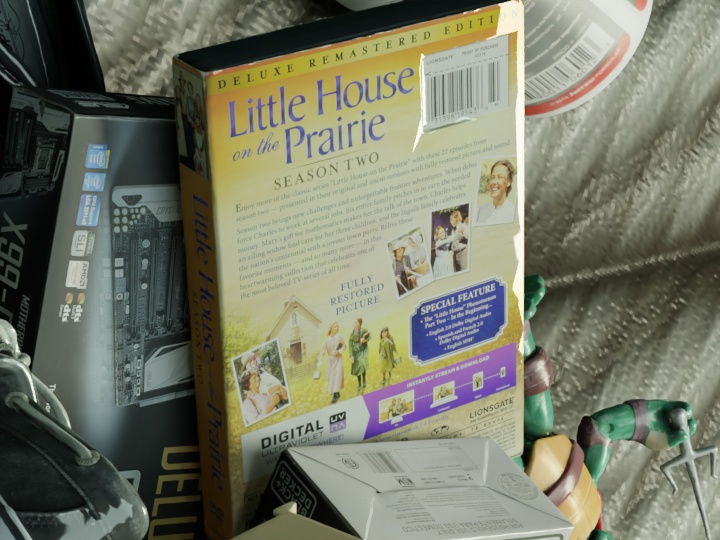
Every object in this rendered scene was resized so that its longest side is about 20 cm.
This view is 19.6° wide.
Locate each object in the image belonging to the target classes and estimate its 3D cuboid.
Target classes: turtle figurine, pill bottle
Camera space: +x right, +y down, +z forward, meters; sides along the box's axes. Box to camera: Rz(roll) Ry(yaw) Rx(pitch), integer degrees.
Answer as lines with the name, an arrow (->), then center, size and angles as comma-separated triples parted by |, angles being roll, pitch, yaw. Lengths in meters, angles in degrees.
turtle figurine -> 0.102, 0.108, 1.058 | 0.200, 0.100, 0.150 | 54, 40, -27
pill bottle -> 0.042, -0.155, 0.943 | 0.200, 0.115, 0.117 | 29, 71, -51

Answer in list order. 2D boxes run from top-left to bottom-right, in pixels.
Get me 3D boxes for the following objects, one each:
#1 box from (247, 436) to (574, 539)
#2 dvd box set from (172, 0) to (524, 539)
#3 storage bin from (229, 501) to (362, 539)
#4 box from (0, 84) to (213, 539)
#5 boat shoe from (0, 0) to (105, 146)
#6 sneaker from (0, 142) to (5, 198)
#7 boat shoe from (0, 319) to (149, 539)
box -> -0.009, 0.166, 0.835 | 0.116, 0.060, 0.201 | 2, 122, -42
dvd box set -> 0.000, 0.000, 0.810 | 0.145, 0.029, 0.202 | -18, 118, -30
storage bin -> -0.056, 0.205, 0.675 | 0.199, 0.093, 0.200 | -22, 119, -45
box -> -0.075, 0.034, 0.820 | 0.157, 0.050, 0.202 | 1, 106, -40
boat shoe -> -0.141, -0.139, 0.781 | 0.074, 0.066, 0.201 | -26, 112, -45
sneaker -> -0.189, -0.028, 0.713 | 0.200, 0.097, 0.072 | -5, 95, -50
boat shoe -> -0.136, 0.049, 0.700 | 0.068, 0.199, 0.074 | -33, 121, -19
